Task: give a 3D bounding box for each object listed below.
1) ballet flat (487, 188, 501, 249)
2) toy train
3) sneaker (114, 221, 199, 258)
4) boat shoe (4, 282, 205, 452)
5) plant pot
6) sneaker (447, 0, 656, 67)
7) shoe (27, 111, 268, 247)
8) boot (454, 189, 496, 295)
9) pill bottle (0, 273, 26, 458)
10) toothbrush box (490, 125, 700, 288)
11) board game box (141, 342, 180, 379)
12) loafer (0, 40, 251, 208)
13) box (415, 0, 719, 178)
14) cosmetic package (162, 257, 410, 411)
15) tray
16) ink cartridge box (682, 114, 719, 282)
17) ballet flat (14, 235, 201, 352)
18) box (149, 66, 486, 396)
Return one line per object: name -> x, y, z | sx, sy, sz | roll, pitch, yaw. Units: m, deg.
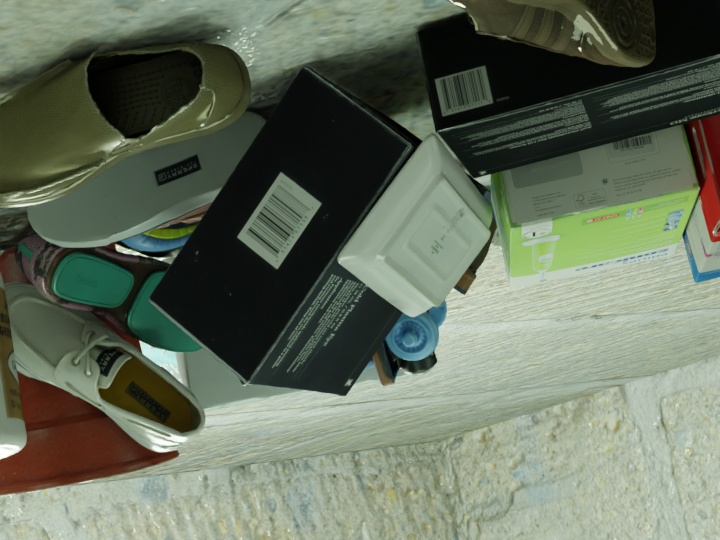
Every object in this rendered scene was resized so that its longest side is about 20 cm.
ballet flat -> 0.083, -0.024, 1.613 | 0.071, 0.072, 0.200 | -5, 167, -29
toy train -> 0.000, 0.000, 1.341 | 0.113, 0.202, 0.087 | -12, -162, 15
sneaker -> -0.136, -0.045, 1.324 | 0.082, 0.071, 0.199 | 3, -178, 43
boat shoe -> -0.206, 0.074, 1.267 | 0.200, 0.071, 0.070 | 39, 154, -13
plant pot -> -0.267, 0.078, 1.374 | 0.199, 0.197, 0.201 | -9, 180, 0
sneaker -> 0.105, -0.167, 0.961 | 0.075, 0.071, 0.199 | -7, 164, 37
shoe -> -0.143, -0.057, 1.210 | 0.198, 0.072, 0.091 | -18, 162, 8
boot -> 0.054, -0.062, 1.438 | 0.200, 0.097, 0.075 | 34, -179, -44
pill bottle -> -0.317, 0.043, 1.196 | 0.113, 0.202, 0.114 | -11, 168, -2
toothbrush box -> 0.180, -0.060, 1.282 | 0.144, 0.087, 0.200 | -12, 164, 3
board game box -> -0.228, 0.068, 1.671 | 0.198, 0.028, 0.136 | -11, 140, 7
loafer -> -0.168, -0.099, 0.998 | 0.199, 0.077, 0.067 | -22, 167, 3
box -> 0.152, -0.136, 1.104 | 0.198, 0.080, 0.141 | -14, 165, 11
cosmetic package -> -0.075, 0.040, 1.492 | 0.198, 0.124, 0.199 | -11, -172, -9
tray -> 0.049, -0.023, 1.154 | 0.108, 0.022, 0.200 | -54, 159, -1
ink cartridge box -> 0.285, -0.073, 1.250 | 0.067, 0.117, 0.200 | -12, 166, 3
ballet flat -> -0.194, 0.010, 1.284 | 0.071, 0.069, 0.200 | 35, -174, 39
box -> -0.026, -0.020, 1.173 | 0.201, 0.104, 0.182 | -55, 158, 6
